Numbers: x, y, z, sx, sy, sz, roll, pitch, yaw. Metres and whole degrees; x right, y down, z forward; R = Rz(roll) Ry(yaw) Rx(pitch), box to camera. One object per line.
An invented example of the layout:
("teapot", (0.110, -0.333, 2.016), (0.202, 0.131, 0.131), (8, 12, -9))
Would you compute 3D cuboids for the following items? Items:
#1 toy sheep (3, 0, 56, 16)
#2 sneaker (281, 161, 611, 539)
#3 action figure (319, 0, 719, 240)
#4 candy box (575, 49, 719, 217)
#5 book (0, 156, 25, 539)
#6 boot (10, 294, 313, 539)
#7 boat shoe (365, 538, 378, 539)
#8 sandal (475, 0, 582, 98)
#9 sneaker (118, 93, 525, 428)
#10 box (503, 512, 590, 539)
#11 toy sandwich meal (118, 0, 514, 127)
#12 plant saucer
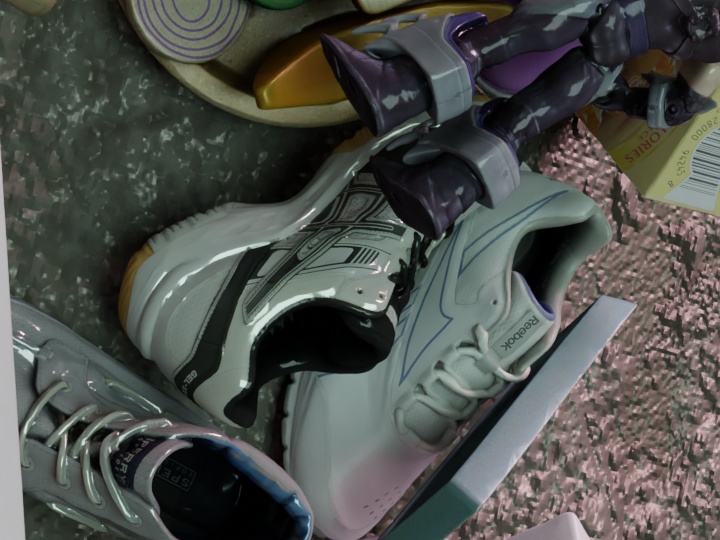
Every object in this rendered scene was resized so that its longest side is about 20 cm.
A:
("toy sheep", (-0.187, -0.136, 0.644), (0.199, 0.137, 0.139), (19, 86, -36))
("sneaker", (0.036, 0.033, 0.857), (0.074, 0.087, 0.201), (40, 75, -34))
("action figure", (0.090, -0.095, 0.766), (0.199, 0.069, 0.131), (-26, 123, -10))
("candy box", (0.167, -0.139, 0.856), (0.055, 0.116, 0.201), (11, 121, -36))
("book", (-0.178, 0.033, 0.658), (0.133, 0.048, 0.202), (-11, 100, -48))
("boot", (-0.105, 0.061, 0.754), (0.199, 0.095, 0.074), (28, 81, -35))
("boat shoe", (0.049, 0.164, 0.888), (0.198, 0.067, 0.074), (4, 95, -36))
("sandal", (0.083, -0.172, 0.864), (0.050, 0.082, 0.204), (39, 61, -53))
("sneaker", (0.000, 0.000, 0.812), (0.199, 0.088, 0.076), (-30, 150, -20))
("box", (0.050, 0.240, 0.806), (0.198, 0.131, 0.201), (-25, 124, 14))
("toy sandwich meal", (-0.006, -0.151, 0.786), (0.203, 0.070, 0.207), (-5, 103, -22))
("plant saucer", (0.064, 0.069, 0.847), (0.019, 0.070, 0.200), (45, 35, 1))
